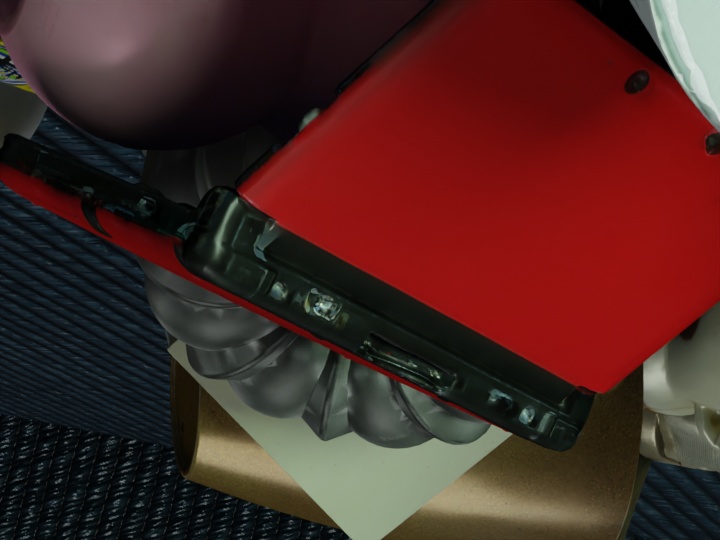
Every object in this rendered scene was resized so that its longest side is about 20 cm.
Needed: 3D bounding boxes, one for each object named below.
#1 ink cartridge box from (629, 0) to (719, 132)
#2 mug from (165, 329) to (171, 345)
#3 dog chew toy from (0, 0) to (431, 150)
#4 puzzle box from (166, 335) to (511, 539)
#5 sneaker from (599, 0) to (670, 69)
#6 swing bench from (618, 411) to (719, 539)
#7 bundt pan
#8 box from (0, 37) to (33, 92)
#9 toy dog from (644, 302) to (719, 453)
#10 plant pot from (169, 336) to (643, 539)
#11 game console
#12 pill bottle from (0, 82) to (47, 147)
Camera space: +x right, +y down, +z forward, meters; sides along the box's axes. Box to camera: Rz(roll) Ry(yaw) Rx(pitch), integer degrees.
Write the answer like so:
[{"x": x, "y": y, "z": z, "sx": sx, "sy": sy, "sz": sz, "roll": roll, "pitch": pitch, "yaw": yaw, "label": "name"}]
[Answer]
[{"x": 0.058, "y": -0.098, "z": 0.582, "sx": 0.200, "sy": 0.050, "sz": 0.162, "roll": 16, "pitch": -147, "yaw": -29, "label": "ink cartridge box"}, {"x": 0.004, "y": 0.000, "z": 1.315, "sx": 0.200, "sy": 0.178, "sz": 0.133, "roll": 14, "pitch": 134, "yaw": -31, "label": "mug"}, {"x": -0.018, "y": -0.094, "z": 0.777, "sx": 0.200, "sy": 0.125, "sz": 0.125, "roll": 8, "pitch": 172, "yaw": -21, "label": "dog chew toy"}, {"x": 0.032, "y": 0.016, "z": 1.014, "sx": 0.133, "sy": 0.200, "sz": 0.025, "roll": 47, "pitch": -165, "yaw": -11, "label": "puzzle box"}, {"x": 0.143, "y": -0.084, "z": 0.719, "sx": 0.072, "sy": 0.083, "sz": 0.200, "roll": 18, "pitch": 168, "yaw": -28, "label": "sneaker"}, {"x": 0.251, "y": 0.088, "z": 1.310, "sx": 0.199, "sy": 0.130, "sz": 0.200, "roll": 7, "pitch": -153, "yaw": 21, "label": "swing bench"}, {"x": 0.000, "y": 0.000, "z": 0.908, "sx": 0.202, "sy": 0.076, "sz": 0.202, "roll": 11, "pitch": 142, "yaw": 9, "label": "bundt pan"}, {"x": -0.081, "y": -0.096, "z": 0.953, "sx": 0.200, "sy": 0.070, "sz": 0.064, "roll": 18, "pitch": 169, "yaw": -23, "label": "box"}, {"x": 0.186, "y": 0.032, "z": 1.133, "sx": 0.194, "sy": 0.140, "sz": 0.200, "roll": 13, "pitch": 175, "yaw": -34, "label": "toy dog"}, {"x": 0.013, "y": 0.056, "z": 1.120, "sx": 0.200, "sy": 0.187, "sz": 0.186, "roll": 0, "pitch": 173, "yaw": -14, "label": "plant pot"}, {"x": 0.016, "y": -0.028, "z": 0.746, "sx": 0.172, "sy": 0.119, "sz": 0.200, "roll": 23, "pitch": 176, "yaw": 43, "label": "game console"}, {"x": -0.236, "y": -0.094, "z": 1.027, "sx": 0.116, "sy": 0.116, "sz": 0.200, "roll": 22, "pitch": 166, "yaw": -41, "label": "pill bottle"}]
